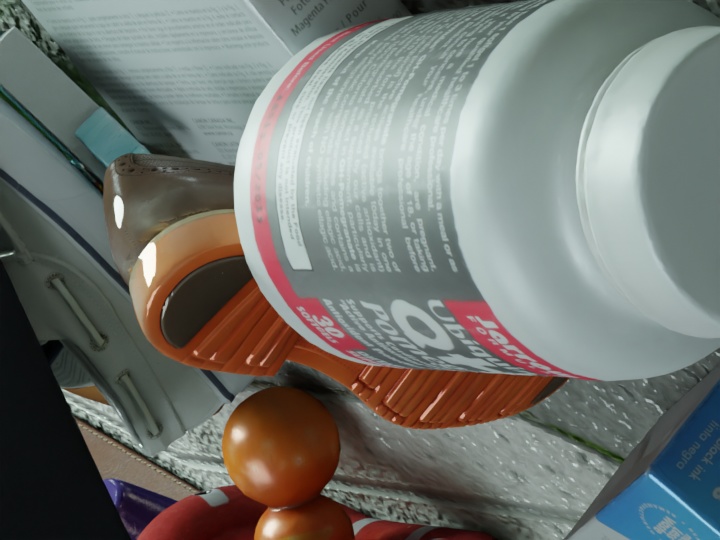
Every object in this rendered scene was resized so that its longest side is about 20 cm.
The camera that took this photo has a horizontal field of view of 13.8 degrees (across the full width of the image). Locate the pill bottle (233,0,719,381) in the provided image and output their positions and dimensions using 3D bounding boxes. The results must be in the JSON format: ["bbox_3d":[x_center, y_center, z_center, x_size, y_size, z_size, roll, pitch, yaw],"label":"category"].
[{"bbox_3d":[0.055,-0.024,0.860,0.111,0.111,0.200,50,157,-20],"label":"pill bottle"}]

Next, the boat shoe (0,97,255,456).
[{"bbox_3d":[-0.116,-0.002,1.092,0.072,0.066,0.200,40,174,46],"label":"boat shoe"}]

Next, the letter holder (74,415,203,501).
[{"bbox_3d":[-0.166,0.160,1.544,0.200,0.142,0.101,27,154,33],"label":"letter holder"}]

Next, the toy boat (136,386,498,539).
[{"bbox_3d":[-0.027,0.114,1.290,0.200,0.130,0.131,-1,103,59],"label":"toy boat"}]

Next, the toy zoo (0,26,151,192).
[{"bbox_3d":[-0.095,-0.039,1.129,0.131,0.020,0.200,45,176,-10],"label":"toy zoo"}]

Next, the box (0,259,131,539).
[{"bbox_3d":[-0.210,0.040,1.092,0.200,0.104,0.182,10,129,48],"label":"box"}]

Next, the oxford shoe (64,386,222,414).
[{"bbox_3d":[-0.142,0.027,1.354,0.200,0.071,0.071,23,159,39],"label":"oxford shoe"}]

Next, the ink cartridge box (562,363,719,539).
[{"bbox_3d":[0.174,0.122,0.997,0.200,0.067,0.116,40,159,3],"label":"ink cartridge box"}]

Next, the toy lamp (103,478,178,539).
[{"bbox_3d":[-0.062,0.167,1.448,0.200,0.058,0.058,42,161,-31],"label":"toy lamp"}]

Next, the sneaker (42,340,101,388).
[{"bbox_3d":[-0.146,-0.011,1.245,0.199,0.081,0.115,45,179,22],"label":"sneaker"}]

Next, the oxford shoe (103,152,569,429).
[{"bbox_3d":[0.000,0.000,1.005,0.200,0.071,0.073,19,-151,-42],"label":"oxford shoe"}]

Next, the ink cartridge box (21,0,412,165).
[{"bbox_3d":[-0.074,-0.115,0.993,0.200,0.057,0.163,54,157,-21],"label":"ink cartridge box"}]
